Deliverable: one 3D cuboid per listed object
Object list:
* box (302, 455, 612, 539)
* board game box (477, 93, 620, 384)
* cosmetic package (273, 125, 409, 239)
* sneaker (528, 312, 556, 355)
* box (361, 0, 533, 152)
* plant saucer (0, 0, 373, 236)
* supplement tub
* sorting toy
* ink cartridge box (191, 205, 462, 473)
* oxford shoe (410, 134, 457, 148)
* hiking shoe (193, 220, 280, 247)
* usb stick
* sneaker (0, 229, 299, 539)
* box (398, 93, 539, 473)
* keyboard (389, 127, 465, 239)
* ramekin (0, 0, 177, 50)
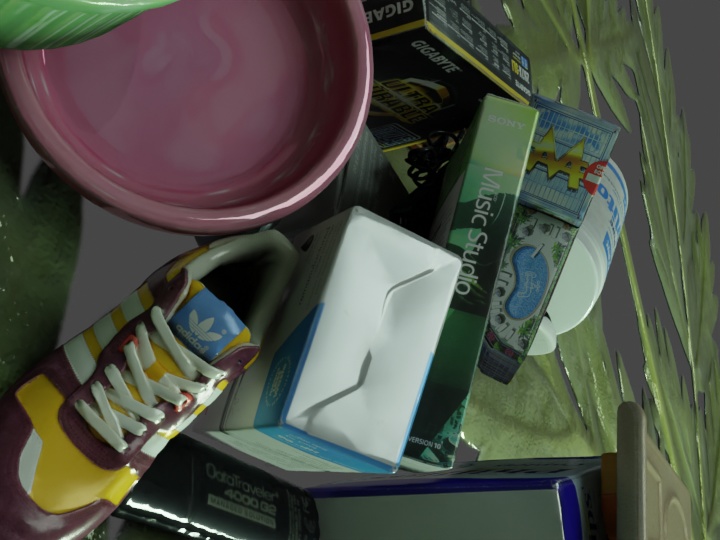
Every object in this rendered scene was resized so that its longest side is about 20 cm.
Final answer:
[{"bbox_3d":[0.086,0.188,0.791,0.200,0.183,0.105,7,77,-63],"label":"box"},{"bbox_3d":[0.118,-0.032,0.789,0.200,0.062,0.200,69,44,-77],"label":"board game box"},{"bbox_3d":[0.000,0.000,0.799,0.200,0.090,0.107,50,35,-41],"label":"cosmetic package"},{"bbox_3d":[0.119,-0.008,1.020,0.200,0.073,0.112,35,56,-42],"label":"sneaker"},{"bbox_3d":[0.012,-0.134,0.787,0.200,0.159,0.050,18,66,-62],"label":"box"},{"bbox_3d":[-0.092,-0.114,0.605,0.200,0.051,0.201,5,78,-24],"label":"plant saucer"},{"bbox_3d":[0.187,-0.038,1.139,0.132,0.132,0.200,68,28,-22],"label":"supplement tub"},{"bbox_3d":[0.187,0.206,0.750,0.200,0.036,0.186,52,39,-52],"label":"sorting toy"},{"bbox_3d":[-0.031,0.046,0.637,0.068,0.200,0.116,24,73,-17],"label":"ink cartridge box"},{"bbox_3d":[0.066,-0.148,0.999,0.200,0.073,0.072,5,75,-63],"label":"oxford shoe"},{"bbox_3d":[-0.099,-0.100,0.669,0.087,0.074,0.201,14,60,-49],"label":"hiking shoe"},{"bbox_3d":[-0.082,0.128,0.648,0.200,0.033,0.056,38,41,-53],"label":"usb stick"},{"bbox_3d":[-0.102,0.046,0.535,0.075,0.090,0.200,45,44,-12],"label":"sneaker"},{"bbox_3d":[0.052,0.016,0.667,0.144,0.036,0.201,111,-7,-79],"label":"box"},{"bbox_3d":[0.045,-0.049,0.800,0.200,0.040,0.104,-43,140,-64],"label":"keyboard"},{"bbox_3d":[-0.143,-0.193,0.497,0.200,0.098,0.201,9,75,-35],"label":"ramekin"}]
